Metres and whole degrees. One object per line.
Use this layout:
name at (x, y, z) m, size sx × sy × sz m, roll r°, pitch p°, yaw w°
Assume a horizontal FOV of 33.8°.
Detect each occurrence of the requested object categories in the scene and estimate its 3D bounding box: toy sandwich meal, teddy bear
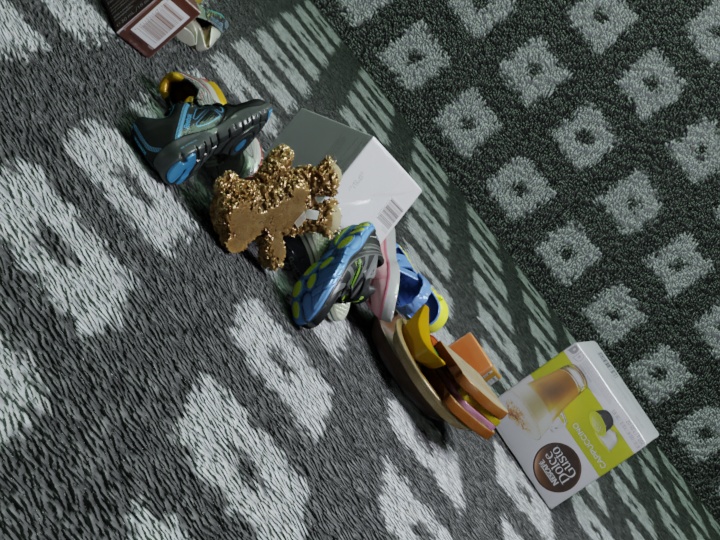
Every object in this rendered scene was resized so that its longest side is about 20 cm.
toy sandwich meal at (0.121, 0.135, 1.620) m, size 0.205 × 0.070 × 0.205 m, roll 49°, pitch 13°, yaw -16°
teddy bear at (-0.099, -0.078, 1.415) m, size 0.067 × 0.199 × 0.146 m, roll 25°, pitch -45°, yaw 44°

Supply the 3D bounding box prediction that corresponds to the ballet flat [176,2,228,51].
ballet flat at (-0.256, -0.371, 1.810) m, size 0.075 × 0.074 × 0.200 m, roll 56°, pitch 15°, yaw 14°

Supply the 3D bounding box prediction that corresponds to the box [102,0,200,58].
box at (-0.300, -0.396, 1.603) m, size 0.075 × 0.100 × 0.201 m, roll 36°, pitch 21°, yaw -52°

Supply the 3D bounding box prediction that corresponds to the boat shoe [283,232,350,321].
boat shoe at (-0.069, -0.025, 1.515) m, size 0.201 × 0.062 × 0.075 m, roll 65°, pitch 33°, yaw -18°

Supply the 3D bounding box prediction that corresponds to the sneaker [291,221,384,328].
sneaker at (-0.019, 0.012, 1.460) m, size 0.083 × 0.070 × 0.200 m, roll 61°, pitch 36°, yaw -16°

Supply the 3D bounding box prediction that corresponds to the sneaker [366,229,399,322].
sneaker at (0.000, 0.000, 1.659) m, size 0.103 × 0.076 × 0.201 m, roll 7°, pitch 34°, yaw -7°

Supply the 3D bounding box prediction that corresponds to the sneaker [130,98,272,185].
sneaker at (-0.178, -0.171, 1.371) m, size 0.082 × 0.073 × 0.200 m, roll 44°, pitch 38°, yaw 10°

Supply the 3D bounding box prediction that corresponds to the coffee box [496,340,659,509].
coffee box at (0.357, 0.255, 1.996) m, size 0.201 × 0.197 × 0.200 m, roll 57°, pitch 15°, yaw 13°

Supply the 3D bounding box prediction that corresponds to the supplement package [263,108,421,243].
supplement package at (-0.035, -0.124, 1.630) m, size 0.120 × 0.122 × 0.200 m, roll 43°, pitch -7°, yaw -36°

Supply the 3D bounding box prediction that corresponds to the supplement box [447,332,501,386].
supplement box at (0.171, 0.150, 1.850) m, size 0.067 × 0.069 × 0.200 m, roll 56°, pitch 1°, yaw 14°

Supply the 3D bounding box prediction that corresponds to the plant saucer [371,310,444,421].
plant saucer at (0.075, 0.137, 1.679) m, size 0.201 × 0.032 × 0.200 m, roll 51°, pitch 12°, yaw -15°

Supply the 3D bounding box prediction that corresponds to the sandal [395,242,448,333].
sandal at (0.049, 0.007, 1.764) m, size 0.200 × 0.080 × 0.087 m, roll 41°, pitch 1°, yaw 18°

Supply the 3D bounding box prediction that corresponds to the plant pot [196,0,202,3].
plant pot at (-0.270, -0.606, 2.056) m, size 0.196 × 0.199 × 0.195 m, roll 50°, pitch 13°, yaw -17°

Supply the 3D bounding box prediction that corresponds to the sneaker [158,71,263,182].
sneaker at (-0.193, -0.171, 1.475) m, size 0.082 × 0.078 × 0.200 m, roll 18°, pitch 29°, yaw -55°
